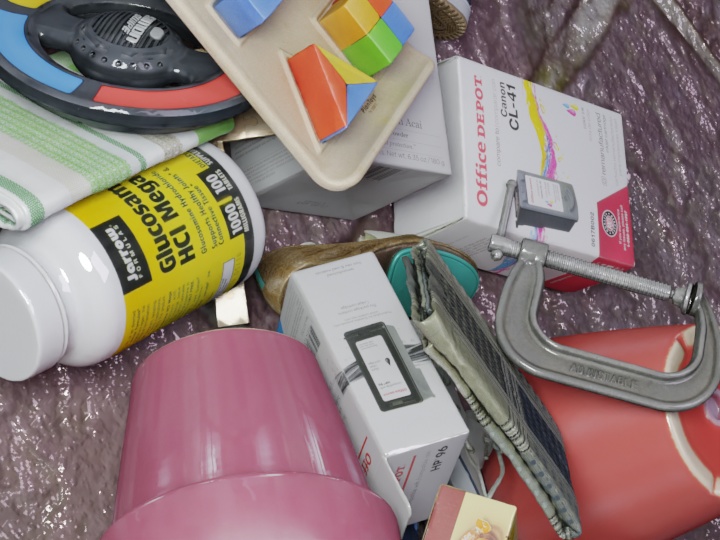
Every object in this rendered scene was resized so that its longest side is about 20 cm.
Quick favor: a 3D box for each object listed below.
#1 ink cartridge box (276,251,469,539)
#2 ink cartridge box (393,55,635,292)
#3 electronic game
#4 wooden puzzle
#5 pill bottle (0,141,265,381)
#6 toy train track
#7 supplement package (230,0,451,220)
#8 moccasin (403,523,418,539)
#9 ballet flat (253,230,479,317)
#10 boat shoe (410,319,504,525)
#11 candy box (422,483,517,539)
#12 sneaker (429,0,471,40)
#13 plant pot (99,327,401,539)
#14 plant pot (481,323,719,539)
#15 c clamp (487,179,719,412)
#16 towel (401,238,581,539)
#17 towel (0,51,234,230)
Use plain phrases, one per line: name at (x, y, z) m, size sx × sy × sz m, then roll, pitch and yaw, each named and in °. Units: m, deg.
ink cartridge box at (0.011, 0.103, 1.288) m, size 0.068 × 0.116 × 0.200 m, roll -14°, pitch 58°, yaw -21°
ink cartridge box at (0.128, -0.076, 1.543) m, size 0.200 × 0.086 × 0.148 m, roll 14°, pitch 65°, yaw -40°
electronic game at (-0.158, -0.151, 1.268) m, size 0.200 × 0.042 × 0.200 m, roll 9°, pitch 32°, yaw -6°
wooden puzzle at (-0.038, -0.175, 1.272) m, size 0.200 × 0.046 × 0.185 m, roll 47°, pitch 40°, yaw -13°
pill bottle at (-0.166, -0.006, 1.228) m, size 0.200 × 0.112 × 0.113 m, roll -31°, pitch 96°, yaw -43°
toy train track at (-0.106, -0.059, 1.351) m, size 0.115 × 0.033 × 0.200 m, roll -8°, pitch 88°, yaw -3°
supplement package at (-0.023, -0.155, 1.409) m, size 0.121 × 0.120 × 0.200 m, roll 6°, pitch 70°, yaw -40°
moccasin at (0.025, 0.205, 1.349) m, size 0.068 × 0.080 × 0.200 m, roll 15°, pitch 66°, yaw -43°
ballet flat at (0.000, 0.000, 1.412) m, size 0.200 × 0.072 × 0.068 m, roll -7°, pitch 122°, yaw -39°
boat shoe at (0.075, 0.129, 1.422) m, size 0.086 × 0.075 × 0.202 m, roll -23°, pitch 84°, yaw -28°
candy box at (0.065, 0.230, 1.232) m, size 0.055 × 0.200 × 0.116 m, roll 15°, pitch 68°, yaw 11°
sneaker at (0.026, -0.287, 1.536) m, size 0.200 × 0.070 × 0.109 m, roll 37°, pitch 58°, yaw -35°
plant pot at (-0.078, 0.145, 1.214) m, size 0.200 × 0.200 × 0.179 m, roll 19°, pitch 47°, yaw -36°
plant pot at (0.222, 0.131, 1.487) m, size 0.200 × 0.177 × 0.201 m, roll 17°, pitch 63°, yaw -37°
c clamp at (0.184, 0.021, 1.404) m, size 0.200 × 0.027 × 0.171 m, roll 20°, pitch 53°, yaw 4°
towel at (0.088, 0.082, 1.324) m, size 0.200 × 0.035 × 0.193 m, roll 56°, pitch 10°, yaw -14°
towel at (-0.201, -0.089, 1.231) m, size 0.200 × 0.149 × 0.031 m, roll -29°, pitch 138°, yaw -45°
